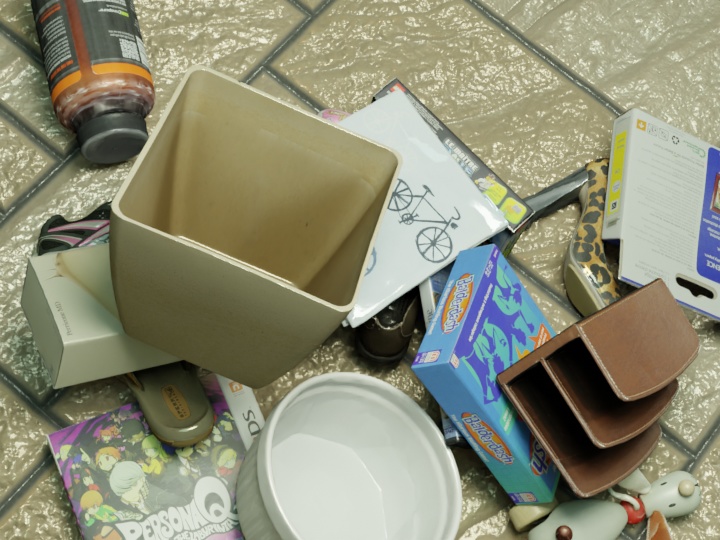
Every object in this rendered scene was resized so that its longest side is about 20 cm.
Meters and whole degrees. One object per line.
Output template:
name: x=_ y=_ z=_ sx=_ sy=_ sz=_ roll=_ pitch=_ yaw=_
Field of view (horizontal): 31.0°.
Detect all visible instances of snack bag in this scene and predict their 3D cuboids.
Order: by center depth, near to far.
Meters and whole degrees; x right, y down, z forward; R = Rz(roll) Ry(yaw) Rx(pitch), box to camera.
snack bag: x=0.014 y=-0.067 z=1.252 sx=0.200 sy=0.021 sz=0.189 roll=-33 pitch=76 yaw=-19

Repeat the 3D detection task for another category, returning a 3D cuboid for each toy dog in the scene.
toy dog: x=0.237 y=0.232 z=1.237 sx=0.200 sy=0.096 sz=0.132 roll=-39 pitch=79 yaw=-20

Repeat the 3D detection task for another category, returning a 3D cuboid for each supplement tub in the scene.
supplement tub: x=-0.273 y=-0.214 z=1.337 sx=0.107 sy=0.107 sz=0.200 roll=-11 pitch=71 yaw=-12

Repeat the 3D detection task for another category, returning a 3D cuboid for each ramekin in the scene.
ramekin: x=-0.018 y=0.204 z=1.180 sx=0.200 sy=0.105 sz=0.200 roll=16 pitch=54 yaw=-23

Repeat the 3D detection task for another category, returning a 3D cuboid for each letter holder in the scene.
letter holder: x=0.242 y=0.109 z=1.199 sx=0.200 sy=0.101 sz=0.142 roll=-19 pitch=74 yaw=-54

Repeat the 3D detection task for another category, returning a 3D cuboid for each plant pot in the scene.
plant pot: x=-0.104 y=-0.019 z=1.107 sx=0.200 sy=0.177 sz=0.200 roll=24 pitch=45 yaw=-5

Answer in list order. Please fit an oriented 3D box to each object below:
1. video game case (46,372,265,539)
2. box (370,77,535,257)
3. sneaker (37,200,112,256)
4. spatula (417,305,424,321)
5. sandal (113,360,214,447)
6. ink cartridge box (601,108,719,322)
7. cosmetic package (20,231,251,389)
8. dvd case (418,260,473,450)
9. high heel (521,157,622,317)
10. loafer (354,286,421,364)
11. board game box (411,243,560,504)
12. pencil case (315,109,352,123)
video game case: x=-0.171 y=0.204 z=1.224 sx=0.200 sy=0.036 sz=0.182 roll=-19 pitch=71 yaw=-15
box: x=0.086 y=-0.097 z=1.339 sx=0.035 sy=0.110 sz=0.200 roll=-41 pitch=78 yaw=-20
sneaker: x=-0.226 y=-0.034 z=1.291 sx=0.200 sy=0.080 sz=0.086 roll=-4 pitch=58 yaw=-16
spatula: x=0.000 y=0.000 z=1.336 sx=0.200 sy=0.021 sz=0.057 roll=20 pitch=66 yaw=1
sandal: x=-0.202 y=0.084 z=1.234 sx=0.080 sy=0.054 sz=0.200 roll=-26 pitch=51 yaw=-20
ink cartridge box: x=0.344 y=-0.044 z=1.359 sx=0.197 sy=0.047 sz=0.200 roll=22 pitch=67 yaw=-22
cosmetic package: x=-0.199 y=0.030 z=1.198 sx=0.200 sy=0.073 sz=0.104 roll=-12 pitch=57 yaw=-31
dvd case: x=0.114 y=0.080 z=1.274 sx=0.143 sy=0.018 sz=0.200 roll=16 pitch=57 yaw=-49
high heel: x=0.271 y=-0.026 z=1.357 sx=0.142 sy=0.071 sz=0.200 roll=-26 pitch=69 yaw=-14
loafer: x=0.043 y=-0.007 z=1.293 sx=0.073 sy=0.071 sz=0.200 roll=10 pitch=66 yaw=-6
board game box: x=0.137 y=0.099 z=1.221 sx=0.200 sy=0.045 sz=0.152 roll=53 pitch=44 yaw=-30
pencil case: x=-0.055 y=-0.076 z=1.310 sx=0.086 sy=0.083 sz=0.200 roll=30 pitch=57 yaw=0
